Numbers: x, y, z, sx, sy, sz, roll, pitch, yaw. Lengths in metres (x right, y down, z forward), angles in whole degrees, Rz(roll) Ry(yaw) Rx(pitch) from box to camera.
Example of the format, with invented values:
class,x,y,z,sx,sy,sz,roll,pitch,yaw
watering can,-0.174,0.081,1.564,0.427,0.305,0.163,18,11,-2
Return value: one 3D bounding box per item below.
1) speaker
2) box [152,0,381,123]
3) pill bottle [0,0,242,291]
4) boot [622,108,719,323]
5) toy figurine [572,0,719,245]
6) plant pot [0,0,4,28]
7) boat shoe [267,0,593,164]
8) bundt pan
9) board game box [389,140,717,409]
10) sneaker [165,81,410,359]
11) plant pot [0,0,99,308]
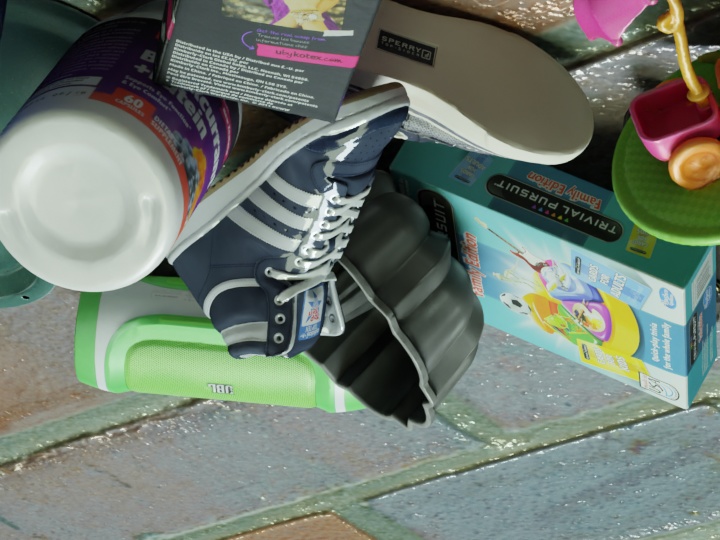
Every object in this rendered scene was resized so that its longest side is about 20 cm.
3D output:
class,x,y,z,sx,sy,sz,roll,pitch,yaw
speaker,-0.089,0.048,1.994,0.199,0.089,0.089,5,150,5
box,-0.036,-0.185,1.545,0.106,0.123,0.200,12,149,-7
pill bottle,-0.130,-0.079,1.660,0.111,0.200,0.112,6,118,11
boot,0.196,-0.026,1.820,0.200,0.069,0.174,26,147,-28
toy figurine,0.197,-0.139,1.591,0.200,0.150,0.184,-25,132,10
plant pot,-0.283,-0.161,1.564,0.199,0.200,0.180,14,142,-9
boat shoe,0.032,-0.105,1.730,0.200,0.075,0.093,23,154,-11
bundt pan,0.000,0.000,1.828,0.202,0.076,0.202,43,161,18
board game box,0.121,-0.004,1.824,0.200,0.047,0.151,23,154,19
sneaker,-0.025,-0.021,1.683,0.200,0.109,0.070,-35,169,38
plant pot,-0.230,-0.061,1.792,0.200,0.134,0.200,6,150,3
